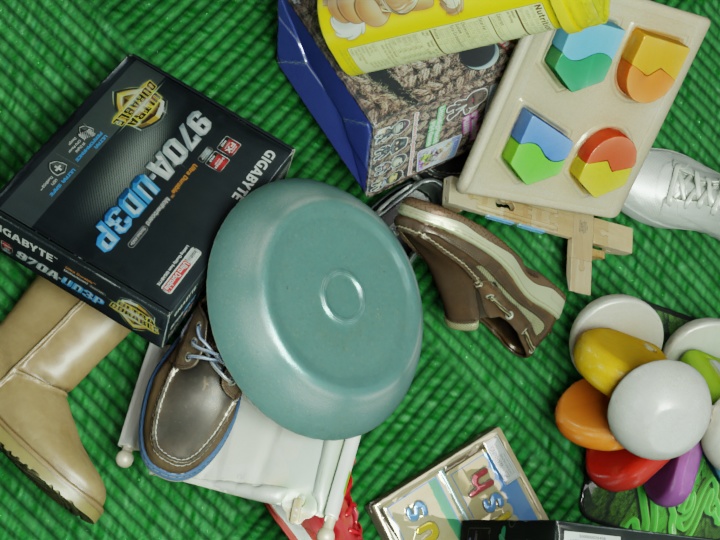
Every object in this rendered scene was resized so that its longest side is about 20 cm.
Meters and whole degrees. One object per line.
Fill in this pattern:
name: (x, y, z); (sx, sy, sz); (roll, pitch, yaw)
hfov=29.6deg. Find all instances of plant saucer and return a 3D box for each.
plant saucer: (-0.021, 0.023, 1.016); (0.198, 0.036, 0.203); (13, 69, -34)

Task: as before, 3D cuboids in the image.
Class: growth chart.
growth chart: (-0.089, 0.113, 1.040); (0.197, 0.018, 0.146); (16, 61, 14)

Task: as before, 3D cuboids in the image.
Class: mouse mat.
mouse mat: (0.282, 0.140, 1.202); (0.159, 0.008, 0.203); (18, 78, -12)

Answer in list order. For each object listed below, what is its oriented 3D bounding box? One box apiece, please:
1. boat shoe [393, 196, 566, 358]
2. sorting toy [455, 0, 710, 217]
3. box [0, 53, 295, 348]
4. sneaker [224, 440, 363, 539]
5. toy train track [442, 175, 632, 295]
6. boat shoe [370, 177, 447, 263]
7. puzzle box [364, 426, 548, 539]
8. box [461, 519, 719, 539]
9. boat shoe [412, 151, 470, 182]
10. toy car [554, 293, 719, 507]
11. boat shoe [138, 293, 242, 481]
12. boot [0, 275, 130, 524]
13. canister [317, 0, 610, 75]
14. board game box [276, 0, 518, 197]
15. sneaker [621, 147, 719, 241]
boat shoe: (0.094, 0.014, 1.101); (0.201, 0.074, 0.076); (33, 81, -38)
sorting toy: (0.185, -0.131, 1.093); (0.198, 0.036, 0.187); (4, 118, -37)
box: (-0.164, -0.058, 1.036); (0.158, 0.046, 0.201); (30, 51, 4)
sneaker: (-0.016, 0.166, 1.068); (0.115, 0.078, 0.201); (-39, 94, -6)
toy train track: (0.148, -0.043, 1.164); (0.198, 0.032, 0.117); (14, 73, -30)
boat shoe: (0.002, 0.002, 1.113); (0.199, 0.068, 0.074); (-43, 93, -18)
puzzle box: (0.105, 0.248, 1.124); (0.132, 0.025, 0.202); (-29, 90, -17)
box: (0.168, 0.255, 1.021); (0.146, 0.200, 0.126); (9, 77, -13)
boat shoe: (0.135, -0.118, 1.174); (0.197, 0.060, 0.075); (-12, 85, -17)
toy car: (0.254, 0.123, 1.126); (0.197, 0.176, 0.152); (14, 112, -13)
boat shoe: (-0.109, 0.058, 1.014); (0.071, 0.073, 0.202); (23, 60, -5)
boot: (-0.201, 0.062, 1.034); (0.175, 0.066, 0.200); (40, 72, 9)
canister: (0.075, -0.225, 0.989); (0.197, 0.087, 0.150); (-10, 52, 24)
board game box: (0.053, -0.183, 1.115); (0.198, 0.097, 0.160); (-26, 64, -18)
sneaker: (0.315, -0.069, 1.189); (0.197, 0.116, 0.075); (18, 78, -10)
